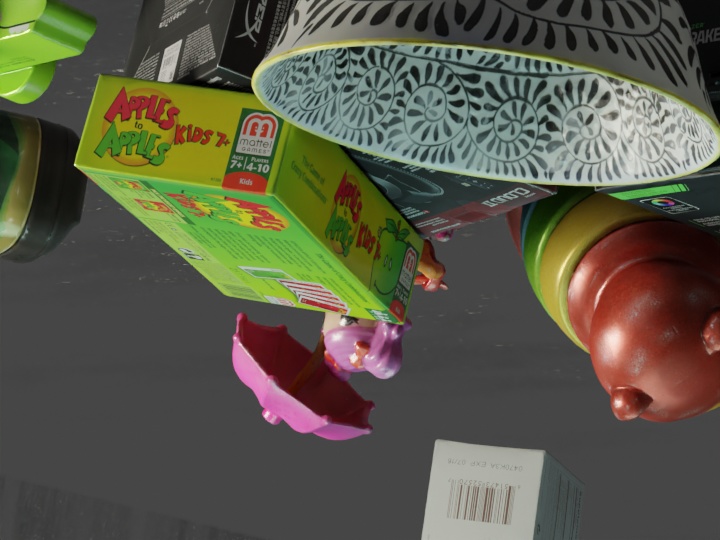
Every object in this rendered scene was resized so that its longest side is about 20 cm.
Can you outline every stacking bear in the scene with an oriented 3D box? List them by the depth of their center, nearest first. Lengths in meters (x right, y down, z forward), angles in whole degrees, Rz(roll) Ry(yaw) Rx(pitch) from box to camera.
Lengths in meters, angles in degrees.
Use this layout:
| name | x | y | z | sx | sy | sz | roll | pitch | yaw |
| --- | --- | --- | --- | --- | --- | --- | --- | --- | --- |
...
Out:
| name | x | y | z | sx | sy | sz | roll | pitch | yaw |
| --- | --- | --- | --- | --- | --- | --- | --- | --- | --- |
| stacking bear | 0.138 | 0.002 | 1.328 | 0.121 | 0.200 | 0.114 | -35 | 119 | 12 |

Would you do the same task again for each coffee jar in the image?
| name | x | y | z | sx | sy | sz | roll | pitch | yaw |
| --- | --- | --- | --- | --- | --- | --- | --- | --- | --- |
| coffee jar | -0.266 | -0.063 | 1.619 | 0.199 | 0.086 | 0.104 | 13 | 168 | -23 |

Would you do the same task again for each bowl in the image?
| name | x | y | z | sx | sy | sz | roll | pitch | yaw |
| --- | --- | --- | --- | --- | --- | --- | --- | --- | --- |
| bowl | 0.059 | -0.107 | 1.145 | 0.200 | 0.095 | 0.201 | 8 | 169 | 2 |

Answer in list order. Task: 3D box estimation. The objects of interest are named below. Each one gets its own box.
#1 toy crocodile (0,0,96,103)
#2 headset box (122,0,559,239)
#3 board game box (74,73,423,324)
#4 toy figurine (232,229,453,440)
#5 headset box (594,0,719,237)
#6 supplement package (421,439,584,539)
| name | x | y | z | sx | sy | sz | roll | pitch | yaw |
| --- | --- | --- | --- | --- | --- | --- | --- | --- | --- |
| toy crocodile | -0.213 | -0.118 | 1.405 | 0.067 | 0.062 | 0.200 | 19 | 160 | -41 |
| headset box | 0.001 | -0.083 | 1.312 | 0.199 | 0.078 | 0.149 | 18 | 166 | -21 |
| board game box | -0.049 | -0.031 | 1.305 | 0.101 | 0.048 | 0.200 | 9 | 165 | 21 |
| toy figurine | 0.000 | 0.000 | 1.482 | 0.150 | 0.185 | 0.200 | 17 | 165 | -36 |
| headset box | 0.228 | -0.065 | 1.226 | 0.200 | 0.093 | 0.174 | 19 | 163 | -40 |
| supplement package | 0.145 | 0.247 | 2.725 | 0.116 | 0.118 | 0.200 | 4 | 167 | 17 |
